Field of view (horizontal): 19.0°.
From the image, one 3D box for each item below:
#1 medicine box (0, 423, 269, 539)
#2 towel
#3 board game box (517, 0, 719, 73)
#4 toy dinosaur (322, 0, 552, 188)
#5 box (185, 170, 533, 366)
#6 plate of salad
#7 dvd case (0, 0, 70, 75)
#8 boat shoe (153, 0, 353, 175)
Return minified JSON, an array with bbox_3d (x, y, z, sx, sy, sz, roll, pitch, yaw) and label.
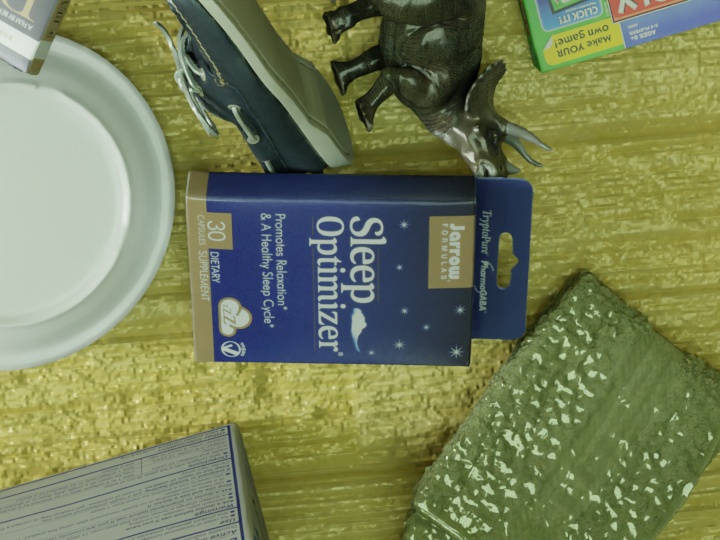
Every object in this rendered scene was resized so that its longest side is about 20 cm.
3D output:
[{"bbox_3d":[-0.140,0.187,1.237,0.181,0.200,0.103,-15,107,-2],"label":"medicine box"},{"bbox_3d":[0.129,0.114,1.302,0.148,0.036,0.200,37,79,-8],"label":"towel"},{"bbox_3d":[0.181,-0.208,1.249,0.199,0.029,0.135,-17,106,-1],"label":"board game box"},{"bbox_3d":[0.034,-0.142,1.230,0.102,0.077,0.201,-18,112,-10],"label":"toy dinosaur"},{"bbox_3d":[0.000,0.000,1.256,0.199,0.032,0.122,0,126,0],"label":"box"},{"bbox_3d":[-0.207,-0.041,1.243,0.199,0.048,0.201,-4,104,-17],"label":"plate of salad"},{"bbox_3d":[-0.195,-0.228,1.167,0.148,0.016,0.201,30,103,19],"label":"dvd case"},{"bbox_3d":[-0.068,-0.110,1.192,0.062,0.075,0.200,-22,151,14],"label":"boat shoe"}]
